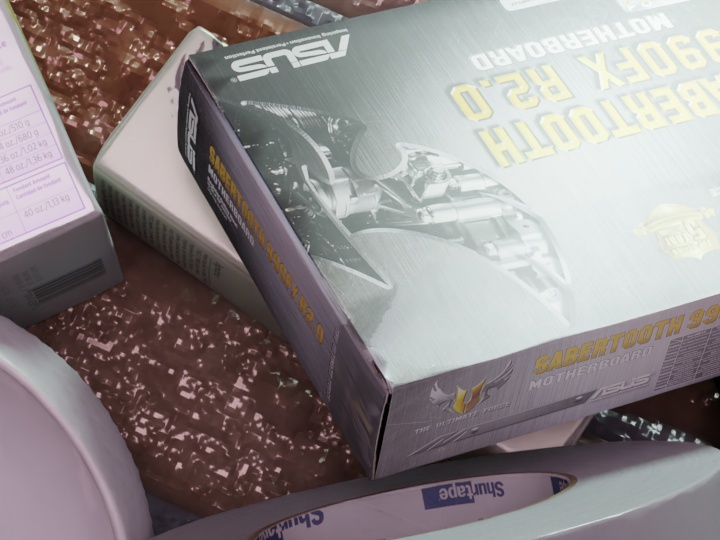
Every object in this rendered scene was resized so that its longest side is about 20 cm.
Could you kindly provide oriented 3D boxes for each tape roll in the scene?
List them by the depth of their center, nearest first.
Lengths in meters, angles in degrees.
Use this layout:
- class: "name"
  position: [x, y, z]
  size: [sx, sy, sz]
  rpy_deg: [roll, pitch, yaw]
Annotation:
- class: "tape roll"
  position: [0.022, 0.106, 0.798]
  size: [0.200, 0.200, 0.066]
  rpy_deg: [-11, 92, -5]

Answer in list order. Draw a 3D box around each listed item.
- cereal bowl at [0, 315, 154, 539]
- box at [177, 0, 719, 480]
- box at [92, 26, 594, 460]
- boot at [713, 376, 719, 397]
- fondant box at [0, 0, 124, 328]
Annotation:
- class: "cereal bowl"
  position: [-0.162, 0.095, 0.894]
  size: [0.200, 0.083, 0.200]
  rpy_deg: [3, 105, 13]
- class: "box"
  position: [0.059, -0.026, 0.853]
  size: [0.200, 0.048, 0.158]
  rpy_deg: [-14, 51, -22]
- class: "box"
  position: [0.000, 0.000, 0.937]
  size: [0.200, 0.082, 0.068]
  rpy_deg: [35, 79, 2]
- class: "boot"
  position: [0.153, 0.086, 0.931]
  size: [0.200, 0.072, 0.166]
  rpy_deg: [31, 77, -2]
- class: "fondant box"
  position: [-0.152, -0.085, 0.910]
  size: [0.058, 0.144, 0.200]
  rpy_deg: [-25, 83, -6]
